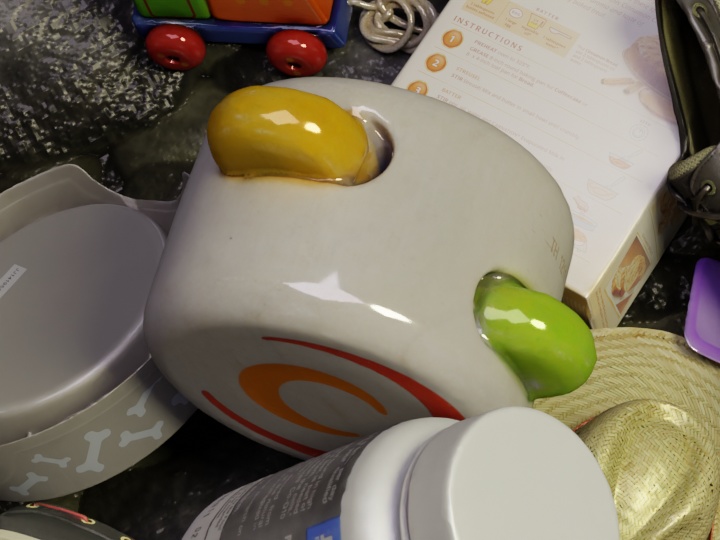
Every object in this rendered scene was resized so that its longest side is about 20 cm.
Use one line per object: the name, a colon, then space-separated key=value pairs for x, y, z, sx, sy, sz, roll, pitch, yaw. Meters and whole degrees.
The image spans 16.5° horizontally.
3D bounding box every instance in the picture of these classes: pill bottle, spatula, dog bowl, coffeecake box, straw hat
pill bottle: x=0.014 y=0.129 z=1.094 sx=0.200 sy=0.114 sz=0.114 roll=-27 pitch=50 yaw=49
spatula: x=0.208 y=-0.033 z=1.267 sx=0.056 sy=0.021 sz=0.200 roll=26 pitch=63 yaw=-13
dog bowl: x=-0.151 y=0.032 z=1.263 sx=0.200 sy=0.059 sz=0.200 roll=-18 pitch=40 yaw=16
coffeecake box: x=0.108 y=-0.084 z=1.290 sx=0.153 sy=0.073 sz=0.200 roll=28 pitch=73 yaw=21
straw hat: x=0.125 y=0.107 z=1.159 sx=0.201 sy=0.085 sz=0.202 roll=2 pitch=72 yaw=-6

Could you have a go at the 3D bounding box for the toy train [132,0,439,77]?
toy train: x=-0.034 y=-0.166 z=1.336 sx=0.200 sy=0.116 sz=0.085 roll=4 pitch=66 yaw=14

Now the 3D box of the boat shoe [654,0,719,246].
boat shoe: x=0.179 y=-0.048 z=1.204 sx=0.065 sy=0.073 sz=0.200 roll=-5 pitch=79 yaw=-17

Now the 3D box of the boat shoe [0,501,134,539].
boat shoe: x=-0.100 y=0.171 z=1.212 sx=0.201 sy=0.063 sz=0.074 roll=24 pitch=110 yaw=7

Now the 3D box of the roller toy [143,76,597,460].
roller toy: x=0.000 y=0.000 z=1.146 sx=0.200 sy=0.182 sz=0.140 roll=24 pitch=65 yaw=-14
